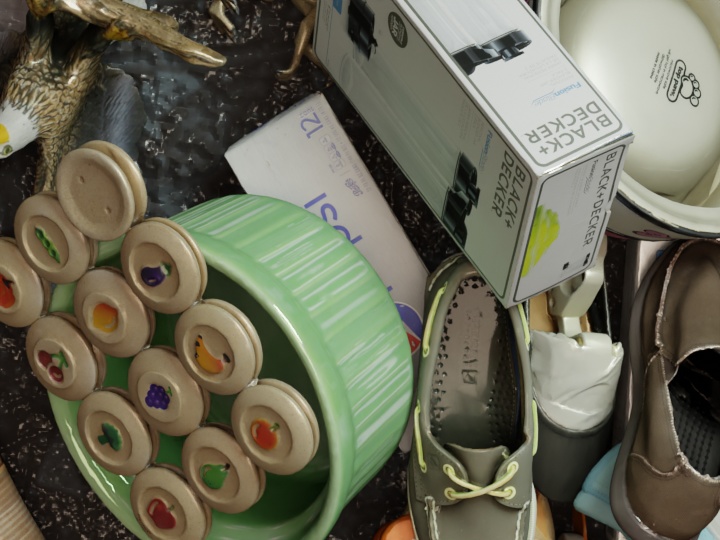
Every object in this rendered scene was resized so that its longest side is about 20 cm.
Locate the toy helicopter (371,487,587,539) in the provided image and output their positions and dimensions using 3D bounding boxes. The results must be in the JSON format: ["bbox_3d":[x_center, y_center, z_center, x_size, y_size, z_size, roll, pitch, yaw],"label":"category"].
[{"bbox_3d":[0.099,0.129,1.229,0.132,0.079,0.201,30,79,1],"label":"toy helicopter"}]

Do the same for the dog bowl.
[{"bbox_3d":[0.159,-0.107,1.178,0.199,0.074,0.202,10,71,-29],"label":"dog bowl"}]

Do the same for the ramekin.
[{"bbox_3d":[-0.067,0.056,1.156,0.199,0.098,0.202,16,121,29],"label":"ramekin"}]

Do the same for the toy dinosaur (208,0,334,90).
[{"bbox_3d":[-0.041,-0.177,1.216,0.101,0.058,0.201,-40,104,-15],"label":"toy dinosaur"}]

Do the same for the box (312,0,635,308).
[{"bbox_3d":[0.053,-0.094,1.108,0.060,0.117,0.200,-25,62,-22],"label":"box"}]

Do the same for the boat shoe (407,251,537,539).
[{"bbox_3d":[0.060,0.092,1.148,0.071,0.060,0.204,-1,92,2],"label":"boat shoe"}]

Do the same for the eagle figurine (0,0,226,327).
[{"bbox_3d":[-0.184,-0.077,1.185,0.152,0.150,0.201,48,127,33],"label":"eagle figurine"}]

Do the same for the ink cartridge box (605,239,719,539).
[{"bbox_3d":[0.239,0.068,1.247,0.174,0.045,0.202,3,94,-3],"label":"ink cartridge box"}]

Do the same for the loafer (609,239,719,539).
[{"bbox_3d":[0.188,0.058,1.144,0.073,0.071,0.201,23,52,-14],"label":"loafer"}]

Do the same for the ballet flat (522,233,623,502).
[{"bbox_3d":[0.113,0.027,1.195,0.067,0.068,0.202,0,77,-20],"label":"ballet flat"}]

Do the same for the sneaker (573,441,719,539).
[{"bbox_3d":[0.194,0.181,1.194,0.082,0.074,0.200,-39,92,-2],"label":"sneaker"}]

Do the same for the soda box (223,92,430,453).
[{"bbox_3d":[0.000,0.000,1.216,0.068,0.063,0.201,-32,95,1],"label":"soda box"}]

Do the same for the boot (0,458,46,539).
[{"bbox_3d":[-0.297,0.149,1.205,0.200,0.074,0.155,-37,97,-13],"label":"boot"}]

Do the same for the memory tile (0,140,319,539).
[{"bbox_3d":[-0.116,0.043,1.107,0.153,0.017,0.201,-37,88,41],"label":"memory tile"}]
